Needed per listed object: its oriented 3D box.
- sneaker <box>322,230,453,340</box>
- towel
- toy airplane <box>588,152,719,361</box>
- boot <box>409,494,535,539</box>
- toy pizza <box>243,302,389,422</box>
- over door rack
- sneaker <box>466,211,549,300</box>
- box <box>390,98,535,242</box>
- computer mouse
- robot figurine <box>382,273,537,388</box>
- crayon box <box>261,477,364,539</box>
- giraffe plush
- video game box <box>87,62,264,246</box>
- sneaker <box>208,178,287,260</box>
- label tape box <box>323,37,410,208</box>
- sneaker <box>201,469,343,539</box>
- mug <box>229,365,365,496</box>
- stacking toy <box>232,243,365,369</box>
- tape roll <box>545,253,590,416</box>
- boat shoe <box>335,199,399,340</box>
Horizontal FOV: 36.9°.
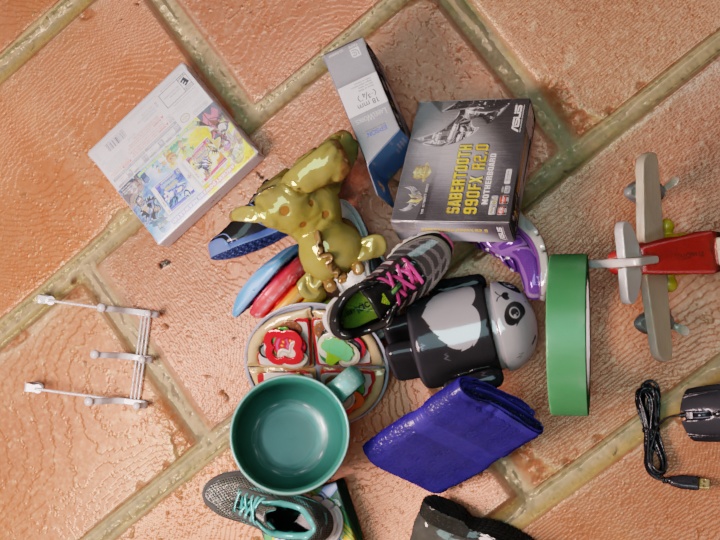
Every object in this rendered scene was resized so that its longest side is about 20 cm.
[{"bbox_3d":[0.036,0.026,1.362,0.200,0.087,0.074,-35,99,7],"label":"sneaker"},{"bbox_3d":[0.116,0.209,1.385,0.147,0.050,0.200,30,130,-25],"label":"towel"},{"bbox_3d":[0.369,-0.016,1.358,0.199,0.141,0.200,41,78,-16],"label":"toy airplane"},{"bbox_3d":[0.147,0.393,1.435,0.199,0.068,0.131,24,105,12],"label":"boot"},{"bbox_3d":[-0.061,0.134,1.460,0.199,0.032,0.201,3,118,6],"label":"toy pizza"},{"bbox_3d":[-0.399,0.119,1.576,0.199,0.067,0.149,7,87,14],"label":"over door rack"},{"bbox_3d":[0.185,-0.037,1.421,0.083,0.081,0.200,-24,60,-8],"label":"sneaker"},{"bbox_3d":[0.137,-0.134,1.417,0.158,0.048,0.201,3,59,21],"label":"box"},{"bbox_3d":[0.452,0.209,1.370,0.199,0.046,0.141,-2,85,14],"label":"computer mouse"},{"bbox_3d":[0.131,0.084,1.414,0.199,0.125,0.151,-12,89,8],"label":"robot figurine"},{"bbox_3d":[-0.052,0.401,1.480,0.125,0.052,0.201,-21,82,12],"label":"crayon box"},{"bbox_3d":[-0.051,-0.063,1.401,0.172,0.200,0.162,-29,101,37],"label":"giraffe plush"},{"bbox_3d":[-0.268,-0.168,1.573,0.200,0.047,0.182,-41,76,8],"label":"video game box"},{"bbox_3d":[-0.132,-0.083,1.526,0.199,0.070,0.078,-25,78,4],"label":"sneaker"},{"bbox_3d":[0.026,-0.194,1.452,0.063,0.144,0.201,-23,82,9],"label":"label tape box"},{"bbox_3d":[-0.124,0.313,1.432,0.199,0.091,0.078,11,86,16],"label":"sneaker"},{"bbox_3d":[-0.077,0.214,1.409,0.184,0.114,0.153,-8,78,-6],"label":"mug"},{"bbox_3d":[-0.066,0.068,1.488,0.200,0.110,0.116,42,113,2],"label":"stacking toy"},{"bbox_3d":[0.261,0.080,1.347,0.048,0.200,0.201,0,86,14],"label":"tape roll"},{"bbox_3d":[0.000,0.000,1.489,0.075,0.060,0.201,-16,85,25],"label":"boat shoe"}]
